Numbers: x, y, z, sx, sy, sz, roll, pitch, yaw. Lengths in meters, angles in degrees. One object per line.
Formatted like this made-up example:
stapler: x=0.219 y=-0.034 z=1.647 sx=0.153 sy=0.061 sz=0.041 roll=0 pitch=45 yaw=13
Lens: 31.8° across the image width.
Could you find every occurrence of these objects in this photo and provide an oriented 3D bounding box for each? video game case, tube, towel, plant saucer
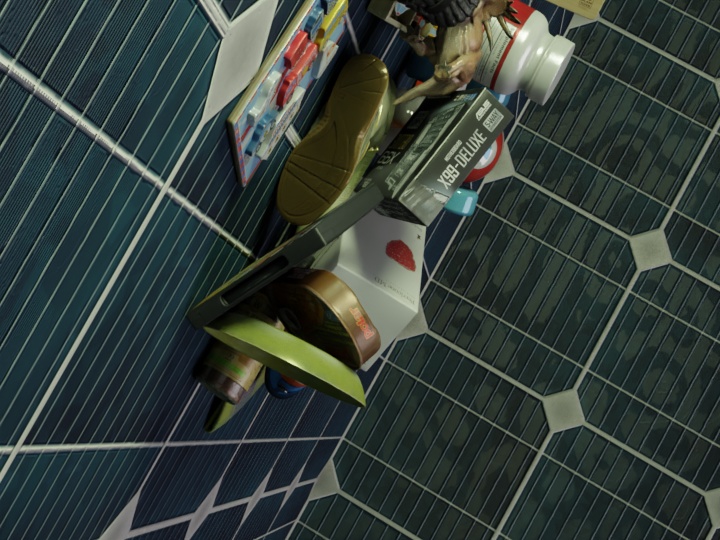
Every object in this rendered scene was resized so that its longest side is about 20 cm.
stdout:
video game case: x=-0.076 y=-0.017 z=1.354 sx=0.180 sy=0.026 sz=0.200 roll=-32 pitch=-175 yaw=24
tube: x=-0.047 y=-0.080 z=1.560 sx=0.058 sy=0.052 sz=0.202 roll=8 pitch=118 yaw=-48
towel: x=-0.143 y=0.126 z=1.729 sx=0.200 sy=0.023 sz=0.145 roll=-48 pitch=165 yaw=-55
plant saucer: x=-0.078 y=0.093 z=1.377 sx=0.200 sy=0.198 sz=0.031 roll=77 pitch=38 yaw=-78

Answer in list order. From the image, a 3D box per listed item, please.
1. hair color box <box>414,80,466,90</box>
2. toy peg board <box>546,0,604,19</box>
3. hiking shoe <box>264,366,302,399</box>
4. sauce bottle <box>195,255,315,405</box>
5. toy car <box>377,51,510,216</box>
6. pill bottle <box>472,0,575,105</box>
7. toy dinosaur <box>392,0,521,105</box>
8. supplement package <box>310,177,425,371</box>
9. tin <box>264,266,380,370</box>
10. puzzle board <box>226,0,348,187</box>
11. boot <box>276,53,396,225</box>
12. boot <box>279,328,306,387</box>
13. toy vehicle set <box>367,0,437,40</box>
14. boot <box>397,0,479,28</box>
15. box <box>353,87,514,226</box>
hair color box: x=0.121 y=-0.274 z=1.871 sx=0.111 sy=0.063 sz=0.202 roll=-51 pitch=166 yaw=-56
toy peg board: x=0.264 y=-0.474 z=1.679 sx=0.098 sy=0.198 sz=0.201 roll=-75 pitch=-172 yaw=-60
hiking shoe: x=-0.076 y=0.117 z=1.666 sx=0.200 sy=0.074 sz=0.087 roll=-49 pitch=-167 yaw=39
sauce bottle: x=-0.121 y=0.059 z=1.503 sx=0.202 sy=0.064 sz=0.065 roll=-61 pitch=172 yaw=-14
toy car: x=0.080 y=-0.180 z=1.636 sx=0.199 sy=0.175 sz=0.187 roll=-7 pitch=117 yaw=-64
pill bottle: x=0.162 y=-0.291 z=1.581 sx=0.113 sy=0.198 sz=0.112 roll=-58 pitch=172 yaw=-13
toy dinosaur: x=0.115 y=-0.261 z=1.433 sx=0.202 sy=0.085 sz=0.135 roll=-65 pitch=156 yaw=3
supplement package: x=0.000 y=0.000 z=1.579 sx=0.120 sy=0.120 sz=0.201 roll=-49 pitch=-161 yaw=33
tin: x=-0.042 y=0.051 z=1.394 sx=0.042 sy=0.113 sz=0.199 roll=-33 pitch=-164 yaw=-20
puzzle board: x=-0.063 y=-0.186 z=1.199 sx=0.201 sy=0.017 sz=0.151 roll=-59 pitch=171 yaw=-16
boot: x=-0.021 y=-0.141 z=1.433 sx=0.202 sy=0.071 sz=0.155 roll=-62 pitch=174 yaw=4
boot: x=-0.091 y=0.095 z=1.585 sx=0.108 sy=0.074 sz=0.201 roll=-52 pitch=-156 yaw=24
toy vehicle set: x=0.080 y=-0.326 z=1.436 sx=0.125 sy=0.026 sz=0.200 roll=-63 pitch=161 yaw=10
boot: x=0.098 y=-0.352 z=1.280 sx=0.212 sy=0.079 sz=0.157 roll=-54 pitch=154 yaw=20
box: x=0.080 y=-0.133 z=1.462 sx=0.158 sy=0.050 sz=0.200 roll=-51 pitch=-165 yaw=-4
